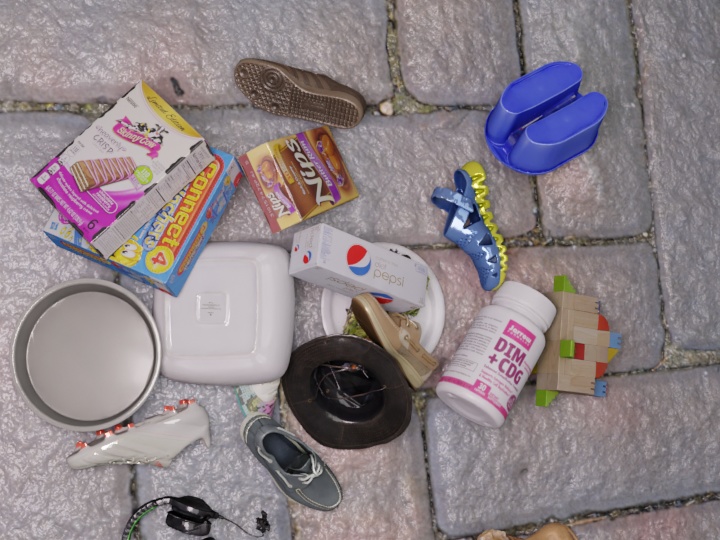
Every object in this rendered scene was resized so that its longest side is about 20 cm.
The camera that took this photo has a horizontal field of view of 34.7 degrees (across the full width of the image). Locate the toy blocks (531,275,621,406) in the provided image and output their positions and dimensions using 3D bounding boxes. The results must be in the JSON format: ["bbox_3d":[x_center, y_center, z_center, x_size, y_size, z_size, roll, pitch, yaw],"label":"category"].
[{"bbox_3d":[0.347,0.117,1.800,0.136,0.100,0.201,9,81,-31],"label":"toy blocks"}]

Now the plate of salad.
[{"bbox_3d":[0.038,0.056,1.705,0.199,0.048,0.201,3,82,-20],"label":"plate of salad"}]

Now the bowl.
[{"bbox_3d":[-0.192,0.055,1.561,0.199,0.075,0.201,0,83,7],"label":"bowl"}]

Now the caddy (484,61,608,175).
[{"bbox_3d":[0.291,-0.234,1.808,0.199,0.105,0.142,-29,72,-21],"label":"caddy"}]

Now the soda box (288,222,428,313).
[{"bbox_3d":[0.000,0.000,1.606,0.199,0.068,0.064,22,65,-35],"label":"soda box"}]

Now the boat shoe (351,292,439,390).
[{"bbox_3d":[0.051,0.089,1.640,0.064,0.071,0.200,-41,133,-7],"label":"boat shoe"}]

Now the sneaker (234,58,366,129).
[{"bbox_3d":[-0.087,-0.263,1.694,0.199,0.076,0.071,23,118,0],"label":"sneaker"}]

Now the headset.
[{"bbox_3d":[-0.221,0.361,1.546,0.199,0.094,0.124,-11,88,-10],"label":"headset"}]

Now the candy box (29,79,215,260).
[{"bbox_3d":[-0.309,-0.133,1.501,0.200,0.061,0.136,-44,69,-10],"label":"candy box"}]

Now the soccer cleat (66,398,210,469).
[{"bbox_3d":[-0.294,0.237,1.550,0.199,0.069,0.078,-19,93,-24],"label":"soccer cleat"}]

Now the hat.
[{"bbox_3d":[-0.016,0.158,1.649,0.199,0.081,0.202,4,120,6],"label":"hat"}]

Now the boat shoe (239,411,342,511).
[{"bbox_3d":[-0.089,0.276,1.605,0.073,0.062,0.200,-47,116,-13],"label":"boat shoe"}]

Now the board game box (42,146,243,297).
[{"bbox_3d":[-0.290,-0.093,1.547,0.195,0.056,0.201,21,74,16],"label":"board game box"}]

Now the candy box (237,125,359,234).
[{"bbox_3d":[-0.083,-0.130,1.616,0.117,0.056,0.200,65,28,-3],"label":"candy box"}]

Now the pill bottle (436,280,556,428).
[{"bbox_3d":[0.207,0.124,1.725,0.113,0.113,0.201,35,73,-13],"label":"pill bottle"}]

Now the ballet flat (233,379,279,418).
[{"bbox_3d":[-0.148,0.121,1.610,0.069,0.071,0.201,-11,84,-59],"label":"ballet flat"}]

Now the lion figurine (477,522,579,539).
[{"bbox_3d":[0.266,0.428,1.743,0.199,0.072,0.123,-15,79,-36],"label":"lion figurine"}]

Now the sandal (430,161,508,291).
[{"bbox_3d":[0.164,-0.062,1.757,0.087,0.079,0.201,-14,80,-18],"label":"sandal"}]

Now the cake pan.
[{"bbox_3d":[-0.361,0.112,1.526,0.199,0.037,0.202,0,84,-2],"label":"cake pan"}]
